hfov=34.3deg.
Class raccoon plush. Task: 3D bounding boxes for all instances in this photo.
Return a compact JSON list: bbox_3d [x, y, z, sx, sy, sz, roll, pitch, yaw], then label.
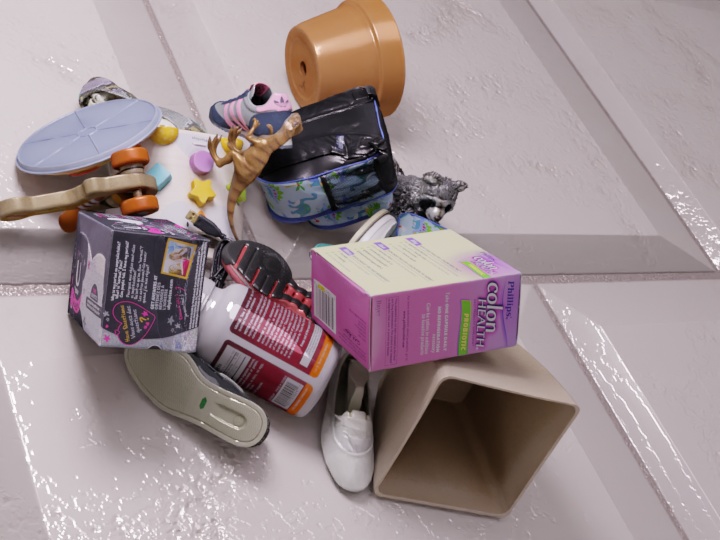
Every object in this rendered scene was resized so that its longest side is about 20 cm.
[{"bbox_3d":[0.081,-0.143,1.808,0.096,0.134,0.201,-5,54,-38],"label":"raccoon plush"}]

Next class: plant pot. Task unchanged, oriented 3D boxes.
[{"bbox_3d":[-0.034,-0.339,1.898,0.139,0.201,0.201,-14,57,-25],"label":"plant pot"},{"bbox_3d":[0.124,0.170,1.490,0.199,0.201,0.177,15,30,-23],"label":"plant pot"}]

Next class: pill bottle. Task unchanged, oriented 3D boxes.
[{"bbox_3d":[-0.132,0.088,1.434,0.199,0.113,0.113,30,39,-8],"label":"pill bottle"}]

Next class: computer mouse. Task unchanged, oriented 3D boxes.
[{"bbox_3d":[-0.250,-0.031,1.487,0.199,0.046,0.141,27,62,-10],"label":"computer mouse"}]

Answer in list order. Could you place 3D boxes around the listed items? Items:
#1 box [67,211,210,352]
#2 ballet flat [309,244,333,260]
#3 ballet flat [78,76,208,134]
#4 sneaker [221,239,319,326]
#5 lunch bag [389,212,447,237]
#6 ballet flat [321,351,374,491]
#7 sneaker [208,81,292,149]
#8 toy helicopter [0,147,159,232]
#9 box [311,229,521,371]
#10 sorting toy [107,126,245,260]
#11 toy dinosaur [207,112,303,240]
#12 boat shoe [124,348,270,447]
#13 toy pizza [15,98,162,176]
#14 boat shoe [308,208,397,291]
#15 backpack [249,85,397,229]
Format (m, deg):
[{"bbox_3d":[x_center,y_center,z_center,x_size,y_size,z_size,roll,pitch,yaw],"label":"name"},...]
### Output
[{"bbox_3d":[-0.259,0.010,1.329,0.114,0.133,0.200,6,6,-23],"label":"box"},{"bbox_3d":[0.015,0.024,1.538,0.199,0.072,0.072,16,42,-23],"label":"ballet flat"},{"bbox_3d":[-0.309,-0.204,1.641,0.199,0.072,0.072,27,39,-1],"label":"ballet flat"},{"bbox_3d":[-0.110,0.046,1.511,0.200,0.087,0.074,39,42,-7],"label":"sneaker"},{"bbox_3d":[0.101,0.021,1.698,0.160,0.083,0.201,23,40,-13],"label":"lunch bag"},{"bbox_3d":[-0.012,0.179,1.465,0.069,0.070,0.201,18,42,-20],"label":"ballet flat"},{"bbox_3d":[-0.150,-0.228,1.638,0.070,0.083,0.200,-8,22,-35],"label":"sneaker"},{"bbox_3d":[-0.351,-0.088,1.447,0.199,0.132,0.079,-11,85,-21],"label":"toy helicopter"},{"bbox_3d":[0.063,0.031,1.410,0.199,0.097,0.176,-9,22,-24],"label":"box"},{"bbox_3d":[-0.227,-0.089,1.582,0.199,0.107,0.181,5,66,-32],"label":"sorting toy"},{"bbox_3d":[-0.155,-0.134,1.543,0.106,0.200,0.060,43,22,18],"label":"toy dinosaur"},{"bbox_3d":[-0.194,0.144,1.386,0.199,0.072,0.068,33,0,8],"label":"boat shoe"},{"bbox_3d":[-0.353,-0.169,1.528,0.199,0.032,0.201,-12,30,7],"label":"toy pizza"},{"bbox_3d":[0.000,0.000,1.627,0.068,0.075,0.200,33,62,10],"label":"boat shoe"},{"bbox_3d":[-0.051,-0.149,1.693,0.199,0.147,0.184,-15,41,5],"label":"backpack"}]
